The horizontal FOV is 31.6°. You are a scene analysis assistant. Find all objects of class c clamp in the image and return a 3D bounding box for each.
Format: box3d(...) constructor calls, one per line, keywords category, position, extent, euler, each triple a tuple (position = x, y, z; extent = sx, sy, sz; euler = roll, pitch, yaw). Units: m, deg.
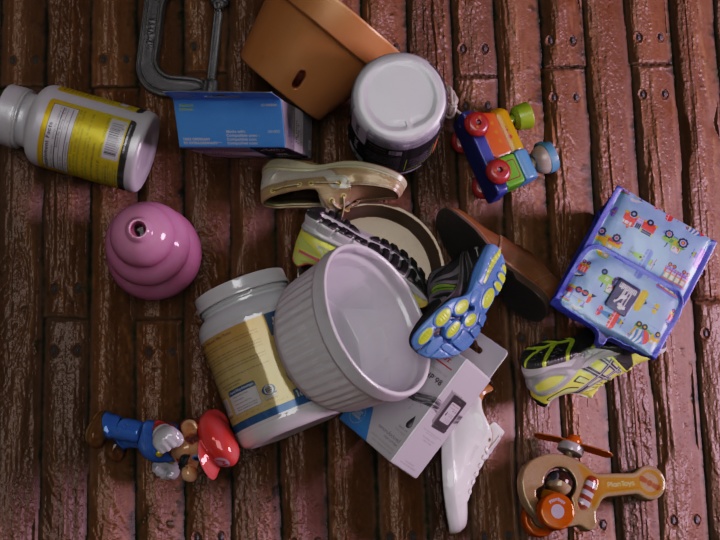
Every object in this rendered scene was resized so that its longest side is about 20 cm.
box3d(category="c clamp", position=(-0.224, -0.311, 1.755), extent=(0.170, 0.027, 0.200), euler=(-1, 81, 3))

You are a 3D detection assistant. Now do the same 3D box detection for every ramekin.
box3d(category="ramekin", position=(-0.015, 0.078, 1.555), extent=(0.105, 0.200, 0.200), euler=(-28, 79, 33))

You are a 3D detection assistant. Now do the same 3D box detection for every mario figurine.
box3d(category="mario figurine", position=(-0.245, 0.228, 1.584), extent=(0.200, 0.123, 0.106), euler=(1, 101, 24))

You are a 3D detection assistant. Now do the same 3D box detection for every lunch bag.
box3d(category="lunch bag", position=(0.346, 0.018, 1.655), extent=(0.150, 0.094, 0.200), euler=(30, 66, 5))

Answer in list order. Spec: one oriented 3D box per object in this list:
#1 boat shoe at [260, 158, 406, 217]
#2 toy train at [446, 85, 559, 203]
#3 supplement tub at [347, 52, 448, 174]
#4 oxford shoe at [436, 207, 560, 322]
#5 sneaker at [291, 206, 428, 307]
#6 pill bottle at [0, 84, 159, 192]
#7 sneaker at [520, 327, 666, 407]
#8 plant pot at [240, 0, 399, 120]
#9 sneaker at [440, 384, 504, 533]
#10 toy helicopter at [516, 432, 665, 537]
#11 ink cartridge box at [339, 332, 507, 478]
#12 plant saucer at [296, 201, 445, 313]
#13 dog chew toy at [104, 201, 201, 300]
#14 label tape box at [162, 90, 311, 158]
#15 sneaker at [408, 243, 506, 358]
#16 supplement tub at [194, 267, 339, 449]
box3d(category="boat shoe", position=(-0.038, -0.103, 1.683), extent=(0.200, 0.074, 0.067), euler=(3, 66, 18))
box3d(category="toy train", position=(0.182, -0.202, 1.722), extent=(0.116, 0.085, 0.200), euler=(-21, 81, -16))
box3d(category="supplement tub", position=(0.045, -0.195, 1.651), extent=(0.122, 0.200, 0.123), euler=(0, 79, -3))
box3d(category="oxford shoe", position=(0.185, -0.018, 1.702), extent=(0.200, 0.071, 0.071), euler=(43, 51, 8))
box3d(category="sneaker", position=(0.000, 0.000, 1.658), extent=(0.200, 0.078, 0.090), euler=(31, 110, -4))
box3d(category="pill bottle", position=(-0.376, -0.181, 1.680), extent=(0.200, 0.111, 0.112), euler=(16, 80, 1))
box3d(category="sneaker", position=(0.307, 0.122, 1.678), extent=(0.200, 0.075, 0.077), euler=(-12, 113, -7))
box3d(category="plant pot", position=(-0.064, -0.294, 1.681), extent=(0.200, 0.200, 0.140), euler=(39, 97, 5))
box3d(category="sneaker", position=(0.144, 0.238, 1.639), extent=(0.084, 0.073, 0.200), euler=(2, 78, 1))
box3d(category="toy helicopter", position=(0.299, 0.271, 1.651), extent=(0.200, 0.079, 0.133), euler=(-1, 70, -13))
box3d(category="ink cartridge box", position=(0.080, 0.147, 1.619), extent=(0.200, 0.067, 0.116), euler=(-53, 45, -3))
box3d(category="plant saucer", position=(0.014, 0.007, 1.700), extent=(0.200, 0.029, 0.201), euler=(0, 79, -2))
box3d(category="dog chew toy", position=(-0.268, -0.032, 1.611), extent=(0.124, 0.200, 0.125), euler=(0, 79, -2))
box3d(category="label tape box", position=(-0.155, -0.183, 1.627), extent=(0.144, 0.200, 0.063), euler=(2, 89, 12))
box3d(category="sneaker", position=(0.115, 0.041, 1.607), extent=(0.200, 0.083, 0.071), euler=(-53, 125, -39))
box3d(category="supplement tub", position=(-0.120, 0.112, 1.618), extent=(0.144, 0.145, 0.200), euler=(-21, 81, -6))
